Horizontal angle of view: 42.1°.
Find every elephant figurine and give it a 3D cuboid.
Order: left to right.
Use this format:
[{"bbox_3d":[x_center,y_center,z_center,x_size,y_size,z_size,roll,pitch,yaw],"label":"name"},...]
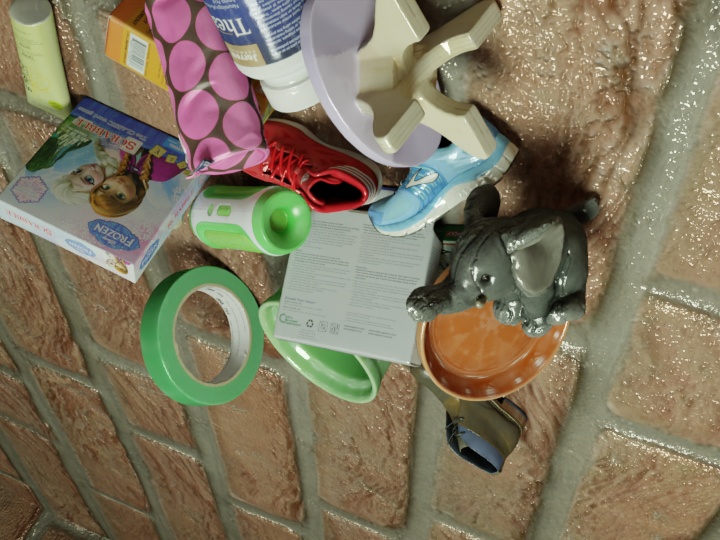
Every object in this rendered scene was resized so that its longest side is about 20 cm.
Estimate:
[{"bbox_3d":[0.146,-0.015,0.929,0.139,0.159,0.199,-17,154,33],"label":"elephant figurine"}]

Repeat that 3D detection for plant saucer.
[{"bbox_3d":[0.156,0.058,1.097,0.202,0.199,0.032,54,179,-32],"label":"plant saucer"}]

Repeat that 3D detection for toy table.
[{"bbox_3d":[0.041,-0.182,0.872,0.199,0.186,0.116,39,162,-34],"label":"toy table"}]

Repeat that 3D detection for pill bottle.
[{"bbox_3d":[-0.091,-0.260,0.910,0.109,0.112,0.202,4,138,31],"label":"pill bottle"}]

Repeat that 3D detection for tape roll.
[{"bbox_3d":[-0.231,0.097,1.387,0.047,0.202,0.201,-9,131,41],"label":"tape roll"}]

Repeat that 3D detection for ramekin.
[{"bbox_3d":[-0.035,0.079,1.285,0.198,0.098,0.202,30,152,17],"label":"ramekin"}]

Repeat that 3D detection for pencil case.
[{"bbox_3d":[-0.164,-0.201,0.973,0.092,0.090,0.205,-16,87,23],"label":"pencil case"}]

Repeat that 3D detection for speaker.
[{"bbox_3d":[-0.144,-0.066,1.184,0.198,0.089,0.089,8,144,54],"label":"speaker"}]

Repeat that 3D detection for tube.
[{"bbox_3d":[-0.408,-0.262,1.199,0.059,0.051,0.201,63,159,22],"label":"tube"}]

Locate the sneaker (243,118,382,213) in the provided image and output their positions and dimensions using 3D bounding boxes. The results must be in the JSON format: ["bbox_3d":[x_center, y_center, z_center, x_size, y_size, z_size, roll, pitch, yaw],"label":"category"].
[{"bbox_3d":[-0.073,-0.122,1.057,0.195,0.116,0.080,14,103,5],"label":"sneaker"}]

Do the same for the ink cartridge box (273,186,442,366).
[{"bbox_3d":[0.000,0.000,1.138,0.193,0.205,0.043,9,173,29],"label":"ink cartridge box"}]

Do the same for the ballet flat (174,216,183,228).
[{"bbox_3d":[-0.343,-0.103,1.339,0.196,0.068,0.063,21,155,13],"label":"ballet flat"}]

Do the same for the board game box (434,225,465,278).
[{"bbox_3d":[0.096,0.000,1.179,0.196,0.029,0.136,3,136,34],"label":"board game box"}]

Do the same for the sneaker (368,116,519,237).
[{"bbox_3d":[0.077,-0.111,1.021,0.198,0.079,0.090,-31,103,38],"label":"sneaker"}]

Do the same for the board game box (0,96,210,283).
[{"bbox_3d":[-0.321,-0.108,1.193,0.196,0.202,0.041,24,146,6],"label":"board game box"}]

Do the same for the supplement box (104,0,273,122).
[{"bbox_3d":[-0.187,-0.233,1.056,0.197,0.067,0.069,31,143,-3],"label":"supplement box"}]

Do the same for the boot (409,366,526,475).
[{"bbox_3d":[0.144,0.206,1.343,0.198,0.098,0.075,31,146,-4],"label":"boot"}]
